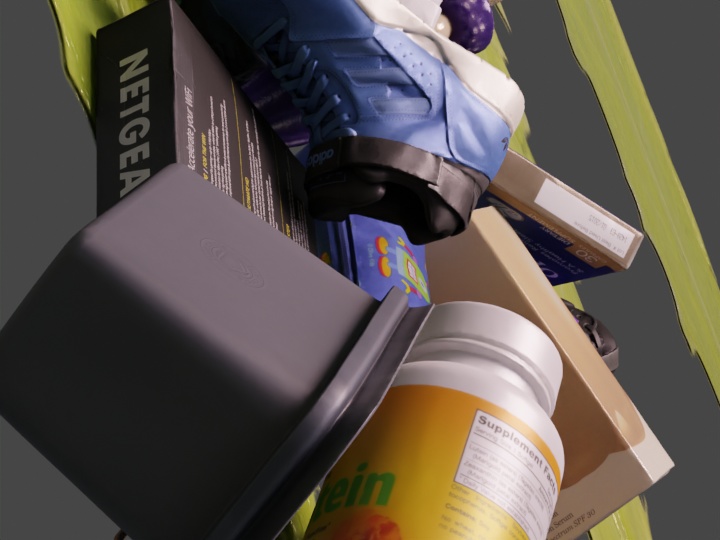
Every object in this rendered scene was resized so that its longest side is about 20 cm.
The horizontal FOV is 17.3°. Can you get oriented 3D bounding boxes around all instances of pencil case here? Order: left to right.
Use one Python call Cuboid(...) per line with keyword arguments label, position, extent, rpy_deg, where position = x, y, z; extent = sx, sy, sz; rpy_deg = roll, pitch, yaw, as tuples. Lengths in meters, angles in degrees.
Cuboid(label="pencil case", position=(0.000, 0.000, 1.363), extent=(0.087, 0.078, 0.201), rpy_deg=(53, 20, -41))

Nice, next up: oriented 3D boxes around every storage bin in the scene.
Cuboid(label="storage bin", position=(-0.072, 0.045, 0.984), extent=(0.134, 0.146, 0.200), rpy_deg=(39, 17, 0))

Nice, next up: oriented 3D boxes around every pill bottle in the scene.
Cuboid(label="pill bottle", position=(0.035, 0.115, 1.141), extent=(0.111, 0.111, 0.201), rpy_deg=(56, 40, -36))

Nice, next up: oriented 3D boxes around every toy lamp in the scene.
Cuboid(label="toy lamp", position=(-0.004, -0.121, 1.399), extent=(0.200, 0.058, 0.058), rpy_deg=(-32, 100, -38))

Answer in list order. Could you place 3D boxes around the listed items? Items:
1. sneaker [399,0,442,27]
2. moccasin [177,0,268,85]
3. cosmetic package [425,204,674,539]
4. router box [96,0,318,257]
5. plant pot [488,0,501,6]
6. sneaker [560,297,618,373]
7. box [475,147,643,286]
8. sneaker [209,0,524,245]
Cuboid(label="sneaker", position=(0.023, -0.177, 1.341), extent=(0.075, 0.115, 0.200), rpy_deg=(25, 47, -6))
Cuboid(label="moccasin", position=(-0.049, -0.187, 1.353), extent=(0.080, 0.068, 0.201), rpy_deg=(34, 58, -44))
Cuboid(label="cosmetic package", position=(0.092, 0.070, 1.457), extent=(0.200, 0.105, 0.071), rpy_deg=(54, 17, 7))
Cuboid(label="router box", position=(-0.074, -0.020, 1.189), extent=(0.149, 0.051, 0.201), rpy_deg=(52, 21, -39))
Cuboid(label="plant pot", position=(0.042, -0.297, 1.593), extent=(0.184, 0.200, 0.201), rpy_deg=(48, 23, -31))
Cuboid(label="sneaker", position=(0.129, 0.062, 1.606), extent=(0.200, 0.099, 0.070), rpy_deg=(-98, -168, -66))
Cuboid(label="box", position=(0.090, -0.031, 1.569), extent=(0.121, 0.033, 0.200), rpy_deg=(31, -15, -15))
Cuboid(label="sneaker", position=(-0.015, -0.089, 1.247), extent=(0.199, 0.077, 0.112), rpy_deg=(31, 66, -18))
